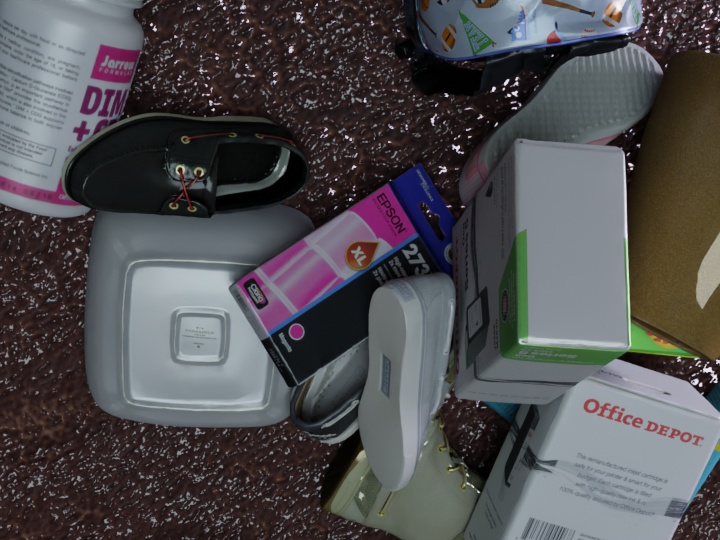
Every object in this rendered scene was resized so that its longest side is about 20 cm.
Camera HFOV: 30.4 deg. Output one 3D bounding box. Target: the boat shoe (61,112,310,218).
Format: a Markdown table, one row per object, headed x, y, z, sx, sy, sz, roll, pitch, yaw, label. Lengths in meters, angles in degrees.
| x | y | z | sx | sy | sz | roll | pitch | yaw | label |
| --- | --- | --- | --- | --- | --- | --- | --- | --- | --- |
| -0.131 | -0.079 | 1.026 | 0.199 | 0.063 | 0.074 | -9 | 124 | -34 | boat shoe |

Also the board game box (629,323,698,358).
| x | y | z | sx | sy | sz | roll | pitch | yaw | label |
| --- | --- | --- | --- | --- | --- | --- | --- | --- | --- |
| 0.199 | 0.015 | 1.134 | 0.197 | 0.048 | 0.103 | 5 | 94 | -7 | board game box |

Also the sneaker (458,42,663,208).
| x | y | z | sx | sy | sz | roll | pitch | yaw | label |
| --- | --- | --- | --- | --- | --- | --- | --- | --- | --- |
| 0.158 | -0.112 | 1.096 | 0.199 | 0.105 | 0.076 | -37 | 85 | -24 | sneaker |

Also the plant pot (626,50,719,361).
| x | y | z | sx | sy | sz | roll | pitch | yaw | label |
| --- | --- | --- | --- | --- | --- | --- | --- | --- | --- |
| 0.283 | -0.038 | 1.042 | 0.185 | 0.186 | 0.202 | 27 | 89 | -13 | plant pot |

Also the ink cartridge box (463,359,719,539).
| x | y | z | sx | sy | sz | roll | pitch | yaw | label |
| --- | --- | --- | --- | --- | --- | --- | --- | --- | --- |
| 0.193 | 0.176 | 1.111 | 0.143 | 0.084 | 0.202 | 17 | 107 | -15 | ink cartridge box |

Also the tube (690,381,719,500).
| x | y | z | sx | sy | sz | roll | pitch | yaw | label |
| --- | --- | --- | --- | --- | --- | --- | --- | --- | --- |
| 0.289 | 0.174 | 1.188 | 0.050 | 0.078 | 0.201 | 28 | 106 | -10 | tube |

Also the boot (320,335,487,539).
| x | y | z | sx | sy | sz | roll | pitch | yaw | label |
| --- | --- | --- | --- | --- | --- | --- | --- | --- | --- |
| 0.075 | 0.162 | 1.165 | 0.154 | 0.072 | 0.201 | 30 | 109 | -13 | boot |

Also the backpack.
| x | y | z | sx | sy | sz | roll | pitch | yaw | label |
| --- | --- | --- | --- | --- | --- | --- | --- | --- | --- |
| 0.124 | -0.217 | 0.989 | 0.197 | 0.191 | 0.156 | -15 | 112 | -2 | backpack |

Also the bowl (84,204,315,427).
| x | y | z | sx | sy | sz | roll | pitch | yaw | label |
| --- | --- | --- | --- | --- | --- | --- | --- | --- | --- |
| -0.132 | 0.043 | 1.107 | 0.197 | 0.075 | 0.202 | 4 | 107 | -9 | bowl |

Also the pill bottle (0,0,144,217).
| x | y | z | sx | sy | sz | roll | pitch | yaw | label |
| --- | --- | --- | --- | --- | --- | --- | --- | --- | --- |
| -0.231 | -0.153 | 1.013 | 0.112 | 0.114 | 0.202 | 17 | 105 | -11 | pill bottle |

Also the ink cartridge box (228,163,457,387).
| x | y | z | sx | sy | sz | roll | pitch | yaw | label |
| --- | --- | --- | --- | --- | --- | --- | --- | --- | --- |
| 0.000 | 0.000 | 1.066 | 0.199 | 0.037 | 0.095 | -34 | 93 | -20 | ink cartridge box |

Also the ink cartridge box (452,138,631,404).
| x | y | z | sx | sy | sz | roll | pitch | yaw | label |
| --- | --- | --- | --- | --- | --- | --- | --- | --- | --- |
| 0.127 | 0.009 | 0.982 | 0.083 | 0.200 | 0.148 | 3 | 73 | -8 | ink cartridge box |

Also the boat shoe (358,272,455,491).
| x | y | z | sx | sy | sz | roll | pitch | yaw | label |
| --- | --- | --- | --- | --- | --- | --- | --- | --- | --- |
| 0.042 | 0.088 | 1.061 | 0.068 | 0.072 | 0.202 | -17 | 123 | -28 | boat shoe |

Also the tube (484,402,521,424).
| x | y | z | sx | sy | sz | roll | pitch | yaw | label |
| --- | --- | --- | --- | --- | --- | --- | --- | --- | --- |
| 0.155 | 0.115 | 1.175 | 0.200 | 0.050 | 0.078 | 42 | 94 | -9 | tube |

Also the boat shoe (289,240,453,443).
| x | y | z | sx | sy | sz | roll | pitch | yaw | label |
| --- | --- | --- | --- | --- | --- | --- | --- | --- | --- |
| 0.011 | 0.056 | 1.111 | 0.074 | 0.060 | 0.201 | 41 | 92 | 23 | boat shoe |
